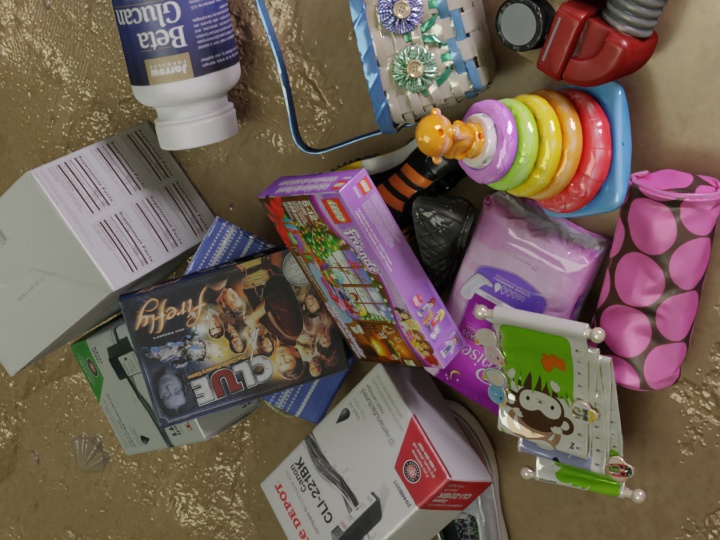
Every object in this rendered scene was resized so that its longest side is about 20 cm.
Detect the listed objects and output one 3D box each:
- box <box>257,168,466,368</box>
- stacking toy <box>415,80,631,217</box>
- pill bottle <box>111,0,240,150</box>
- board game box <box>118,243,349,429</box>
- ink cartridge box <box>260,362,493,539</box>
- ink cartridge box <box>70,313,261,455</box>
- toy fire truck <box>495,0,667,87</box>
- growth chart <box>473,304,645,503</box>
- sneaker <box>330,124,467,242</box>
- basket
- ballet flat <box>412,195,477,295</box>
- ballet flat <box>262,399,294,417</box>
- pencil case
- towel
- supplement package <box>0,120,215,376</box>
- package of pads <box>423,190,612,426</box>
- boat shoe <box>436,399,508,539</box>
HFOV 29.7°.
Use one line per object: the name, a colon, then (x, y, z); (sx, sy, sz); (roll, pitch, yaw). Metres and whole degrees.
box: (0.000, 0.000, 1.265); (0.136, 0.039, 0.201); (0, 127, 53)
stacking toy: (0.124, -0.106, 1.146); (0.109, 0.198, 0.118); (-3, 88, 55)
pill bottle: (-0.178, -0.226, 1.330); (0.110, 0.111, 0.202); (-2, 109, 29)
board game box: (-0.122, 0.061, 1.339); (0.198, 0.035, 0.137); (-18, 102, -4)
ink cartridge box: (0.012, 0.212, 1.355); (0.200, 0.083, 0.145); (-47, 57, 23)
ink cartridge box: (-0.212, 0.111, 1.465); (0.199, 0.083, 0.148); (-19, 99, 54)
toy fire truck: (0.240, -0.225, 1.110); (0.199, 0.128, 0.177); (35, 123, 24)
growth chart: (0.176, 0.120, 1.234); (0.143, 0.018, 0.202); (2, 121, 34)
sneaker: (0.054, -0.071, 1.272); (0.199, 0.070, 0.091); (-16, 74, 38)
basket: (0.012, -0.209, 1.214); (0.198, 0.139, 0.178); (-12, 105, 21)
ballet flat: (0.067, -0.024, 1.262); (0.056, 0.067, 0.200); (23, 158, 4)
ballet flat: (-0.122, 0.067, 1.452); (0.070, 0.071, 0.201); (-28, 96, 34)
pencil case: (0.256, 0.007, 1.202); (0.093, 0.090, 0.202); (23, 117, 28)
towel: (-0.092, 0.052, 1.371); (0.199, 0.024, 0.146); (28, 95, -12)
supplement package: (-0.292, -0.026, 1.420); (0.191, 0.200, 0.148); (-35, 91, 33)
package of pads: (0.144, 0.033, 1.279); (0.120, 0.076, 0.202); (30, 121, 18)
boat shoe: (0.102, 0.235, 1.384); (0.069, 0.071, 0.203); (-8, 104, 32)
